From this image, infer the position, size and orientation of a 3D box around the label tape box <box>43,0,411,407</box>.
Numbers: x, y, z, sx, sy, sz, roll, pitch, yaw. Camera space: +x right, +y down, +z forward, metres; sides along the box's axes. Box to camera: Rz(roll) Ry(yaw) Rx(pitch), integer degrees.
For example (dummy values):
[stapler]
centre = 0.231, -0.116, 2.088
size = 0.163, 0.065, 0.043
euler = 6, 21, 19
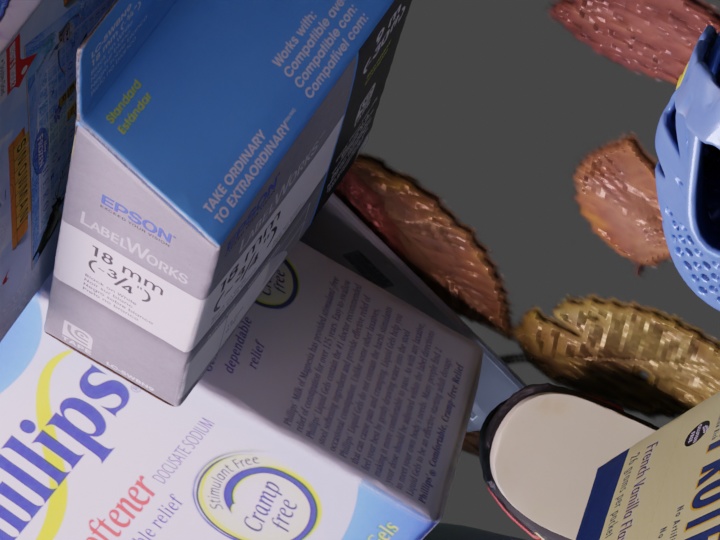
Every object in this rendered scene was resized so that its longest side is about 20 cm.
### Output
[label tape box]
centre = -0.042, -0.058, 0.998
size = 0.063, 0.144, 0.200
euler = 31, 153, 6

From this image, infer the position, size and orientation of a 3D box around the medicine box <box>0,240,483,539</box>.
[medicine box]
centre = -0.084, 0.067, 1.171
size = 0.200, 0.103, 0.182
euler = 30, 133, -12

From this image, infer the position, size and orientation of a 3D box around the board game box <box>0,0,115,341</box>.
[board game box]
centre = -0.098, -0.081, 0.964
size = 0.041, 0.200, 0.200
euler = 29, 152, 8

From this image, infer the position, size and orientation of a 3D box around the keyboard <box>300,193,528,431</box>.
[keyboard]
centre = 0.000, 0.000, 1.195
size = 0.200, 0.011, 0.056
euler = 44, 146, -19

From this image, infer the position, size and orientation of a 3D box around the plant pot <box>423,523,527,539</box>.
[plant pot]
centre = 0.076, 0.211, 1.225
size = 0.201, 0.201, 0.161
euler = 46, 155, -22

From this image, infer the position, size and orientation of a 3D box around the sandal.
[sandal]
centre = 0.127, -0.037, 0.914
size = 0.079, 0.087, 0.200
euler = 25, 153, 13

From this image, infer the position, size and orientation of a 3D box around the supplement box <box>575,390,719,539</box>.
[supplement box]
centre = 0.202, 0.127, 0.968
size = 0.200, 0.134, 0.200
euler = 42, 128, -15

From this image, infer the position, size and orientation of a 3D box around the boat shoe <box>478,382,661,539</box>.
[boat shoe]
centre = 0.138, 0.109, 1.161
size = 0.201, 0.074, 0.063
euler = 31, 178, -6
